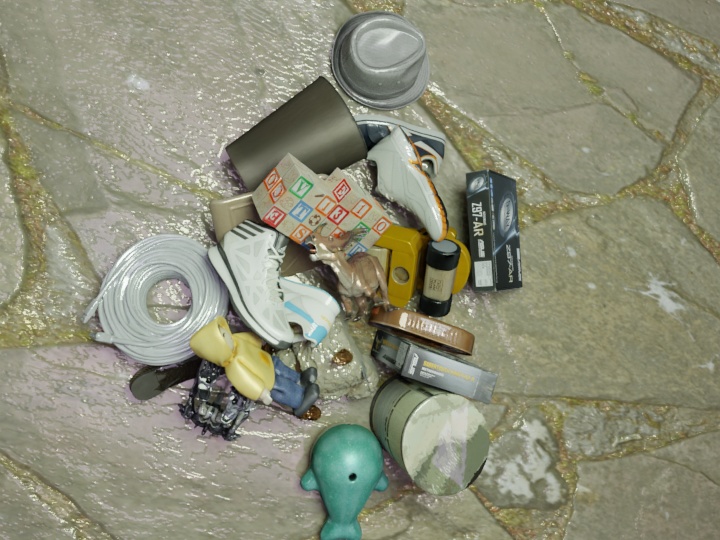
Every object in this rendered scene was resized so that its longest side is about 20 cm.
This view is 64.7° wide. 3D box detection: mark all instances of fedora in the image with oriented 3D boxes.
[{"bbox_3d":[0.048,-0.385,1.004,0.193,0.090,0.184,-4,89,-14],"label":"fedora"}]

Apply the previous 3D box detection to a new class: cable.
[{"bbox_3d":[-0.304,0.047,0.891,0.195,0.069,0.205,23,70,-1],"label":"cable"}]

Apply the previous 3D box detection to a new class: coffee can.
[{"bbox_3d":[0.106,0.261,0.939,0.141,0.200,0.152,0,89,-13],"label":"coffee can"}]

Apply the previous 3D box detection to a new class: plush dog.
[{"bbox_3d":[-0.080,0.164,0.937,0.169,0.161,0.204,-30,96,10],"label":"plush dog"}]

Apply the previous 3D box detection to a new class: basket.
[{"bbox_3d":[-0.111,-0.200,0.933,0.197,0.181,0.138,-32,136,-5],"label":"basket"}]

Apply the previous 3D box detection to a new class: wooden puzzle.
[{"bbox_3d":[-0.135,-0.062,0.927,0.193,0.038,0.189,-14,135,-13],"label":"wooden puzzle"}]

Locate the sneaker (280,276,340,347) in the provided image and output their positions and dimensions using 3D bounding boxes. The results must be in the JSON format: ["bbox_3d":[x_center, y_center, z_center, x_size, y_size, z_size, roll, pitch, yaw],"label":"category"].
[{"bbox_3d":[-0.130,0.063,0.901,0.082,0.195,0.077,-60,141,-29],"label":"sneaker"}]

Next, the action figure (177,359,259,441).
[{"bbox_3d":[-0.216,0.200,0.880,0.117,0.200,0.104,33,59,-4],"label":"action figure"}]

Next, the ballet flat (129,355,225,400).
[{"bbox_3d":[-0.278,0.153,0.929,0.195,0.046,0.069,-22,113,-17],"label":"ballet flat"}]

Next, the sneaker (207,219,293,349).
[{"bbox_3d":[-0.136,0.007,0.829,0.115,0.075,0.202,-41,71,11],"label":"sneaker"}]

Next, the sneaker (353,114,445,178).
[{"bbox_3d":[0.062,-0.217,1.009,0.193,0.078,0.082,8,80,-15],"label":"sneaker"}]

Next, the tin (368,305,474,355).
[{"bbox_3d":[0.108,0.104,0.992,0.194,0.112,0.043,20,83,-13],"label":"tin"}]

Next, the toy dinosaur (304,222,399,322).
[{"bbox_3d":[0.000,0.000,0.880,0.083,0.199,0.140,-18,77,17],"label":"toy dinosaur"}]

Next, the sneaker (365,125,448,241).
[{"bbox_3d":[0.076,-0.130,0.940,0.090,0.075,0.205,-29,75,16],"label":"sneaker"}]

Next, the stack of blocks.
[{"bbox_3d":[-0.054,-0.091,0.861,0.115,0.059,0.198,-44,138,13],"label":"stack of blocks"}]

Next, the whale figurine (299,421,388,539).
[{"bbox_3d":[-0.024,0.363,0.952,0.153,0.104,0.208,6,91,-11],"label":"whale figurine"}]

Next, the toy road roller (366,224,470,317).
[{"bbox_3d":[0.095,-0.019,0.992,0.194,0.146,0.127,14,121,15],"label":"toy road roller"}]

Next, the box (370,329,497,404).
[{"bbox_3d":[0.114,0.155,0.946,0.154,0.200,0.050,19,87,-12],"label":"box"}]

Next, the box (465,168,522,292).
[{"bbox_3d":[0.242,-0.067,1.019,0.158,0.042,0.208,0,86,-58],"label":"box"}]

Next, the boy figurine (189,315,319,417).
[{"bbox_3d":[-0.150,0.128,0.807,0.064,0.126,0.199,-41,119,19],"label":"boy figurine"}]
